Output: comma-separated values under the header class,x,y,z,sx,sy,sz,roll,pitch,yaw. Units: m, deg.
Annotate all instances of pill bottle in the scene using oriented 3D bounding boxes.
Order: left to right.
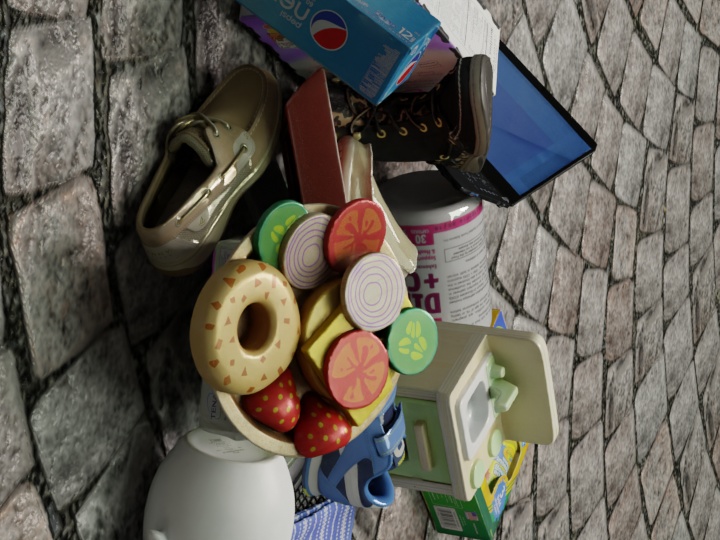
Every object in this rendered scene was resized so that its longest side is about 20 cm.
class,x,y,z,sx,sy,sz,roll,pitch,yaw
pill bottle,0.073,0.012,1.926,0.113,0.112,0.202,-45,134,-53

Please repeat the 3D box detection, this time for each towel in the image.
class,x,y,z,sx,sy,sz,roll,pitch,yaw
towel,-0.052,0.293,1.780,0.200,0.024,0.146,-15,108,-62

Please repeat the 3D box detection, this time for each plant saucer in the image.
class,x,y,z,sx,sy,sz,roll,pitch,yaw
plant saucer,-0.037,-0.055,1.625,0.200,0.036,0.202,143,-62,-84

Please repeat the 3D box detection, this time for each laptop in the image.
class,x,y,z,sx,sy,sz,roll,pitch,yaw
laptop,0.112,-0.158,1.878,0.103,0.177,0.200,-46,157,14

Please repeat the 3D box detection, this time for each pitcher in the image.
class,x,y,z,sx,sy,sz,roll,pitch,yaw
pitcher,-0.137,0.236,1.548,0.171,0.121,0.202,-5,111,-51

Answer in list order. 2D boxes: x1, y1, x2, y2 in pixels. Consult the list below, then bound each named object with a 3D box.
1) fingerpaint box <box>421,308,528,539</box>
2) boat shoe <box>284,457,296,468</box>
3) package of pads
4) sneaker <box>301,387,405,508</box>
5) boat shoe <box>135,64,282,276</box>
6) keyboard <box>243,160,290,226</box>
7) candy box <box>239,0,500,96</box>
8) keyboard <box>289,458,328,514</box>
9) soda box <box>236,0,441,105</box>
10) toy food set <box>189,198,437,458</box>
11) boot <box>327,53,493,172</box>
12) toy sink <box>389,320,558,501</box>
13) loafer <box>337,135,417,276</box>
class,x,y,z,sx,sy,sz,roll,pitch,yaw
fingerpaint box,0.118,0.165,2.097,0.168,0.073,0.201,-64,148,-36
boat shoe,-0.066,0.126,1.720,0.072,0.060,0.202,-46,-174,45
package of pads,-0.089,0.052,1.573,0.200,0.067,0.156,-62,157,-88
sneaker,0.007,0.123,1.660,0.074,0.082,0.201,-48,155,-48
boat shoe,-0.122,-0.093,1.550,0.201,0.072,0.065,-64,149,-26
keyboard,-0.054,0.005,1.704,0.056,0.011,0.202,-37,110,-54
candy box,0.013,-0.216,1.687,0.200,0.166,0.072,38,54,-61
keyboard,-0.058,0.242,1.807,0.200,0.020,0.128,-55,142,-45
soda box,-0.038,-0.224,1.550,0.064,0.199,0.068,-56,173,36
toy food set,-0.034,0.042,1.466,0.198,0.048,0.201,-48,121,-23
boot,0.040,-0.138,1.690,0.200,0.149,0.074,89,5,-79
toy sink,0.074,0.134,1.854,0.112,0.198,0.131,-54,142,-46
loafer,0.014,-0.023,1.696,0.076,0.068,0.202,-114,-164,-70
